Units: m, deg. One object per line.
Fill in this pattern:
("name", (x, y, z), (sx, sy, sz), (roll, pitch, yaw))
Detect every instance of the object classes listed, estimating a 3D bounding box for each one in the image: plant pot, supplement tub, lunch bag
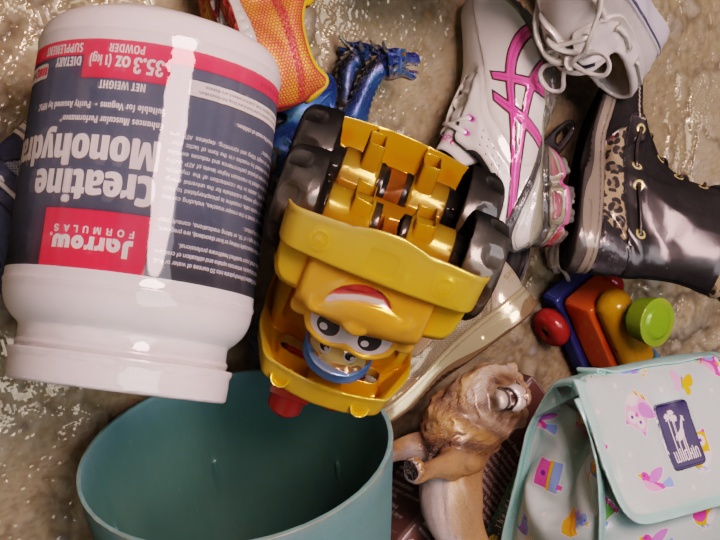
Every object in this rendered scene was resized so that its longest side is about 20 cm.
("plant pot", (-0.070, 0.184, 0.769), (0.199, 0.200, 0.163), (-19, 117, -27))
("supplement tub", (-0.123, -0.033, 0.664), (0.139, 0.140, 0.203), (11, 82, -31))
("lunch bag", (0.196, 0.159, 0.843), (0.169, 0.122, 0.203), (-5, 107, -34))

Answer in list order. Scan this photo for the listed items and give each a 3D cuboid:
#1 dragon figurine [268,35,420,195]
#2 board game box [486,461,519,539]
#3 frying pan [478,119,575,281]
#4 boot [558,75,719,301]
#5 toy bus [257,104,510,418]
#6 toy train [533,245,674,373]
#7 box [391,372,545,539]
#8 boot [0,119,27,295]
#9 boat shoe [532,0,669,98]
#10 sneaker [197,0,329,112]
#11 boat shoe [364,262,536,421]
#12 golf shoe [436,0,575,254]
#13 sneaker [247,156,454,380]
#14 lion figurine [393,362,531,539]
("dragon figurine", (-0.045, -0.104, 0.820), (0.198, 0.059, 0.101), (-18, 105, -28))
("board game box", (0.141, 0.206, 0.907), (0.104, 0.023, 0.202), (34, 79, -36))
("frying pan", (0.095, -0.059, 0.923), (0.114, 0.031, 0.192), (29, 70, -25))
("boot", (0.243, -0.069, 0.929), (0.149, 0.073, 0.202), (17, 58, 1))
("toy bus", (-0.008, 0.018, 0.713), (0.134, 0.200, 0.194), (22, 110, -5))
("toy train", (0.201, 0.030, 0.947), (0.084, 0.115, 0.202), (-36, 112, -22))
("box", (0.079, 0.181, 0.921), (0.200, 0.075, 0.100), (-46, 115, -16))
("boot", (-0.177, 0.007, 0.756), (0.090, 0.073, 0.201), (-41, 105, -14))
("boat shoe", (0.157, -0.166, 0.834), (0.201, 0.074, 0.087), (22, 91, -61))
("sneaker", (-0.071, -0.199, 0.773), (0.076, 0.073, 0.203), (-10, 85, -31))
("boat shoe", (0.033, 0.060, 0.867), (0.199, 0.071, 0.065), (-37, 89, 2))
("golf shoe", (0.099, -0.113, 0.880), (0.091, 0.072, 0.203), (-7, 83, -25))
("sneaker", (0.000, 0.000, 0.849), (0.070, 0.082, 0.200), (44, 101, 2))
("lion figurine", (0.066, 0.167, 0.839), (0.122, 0.072, 0.203), (-6, 105, -43))
